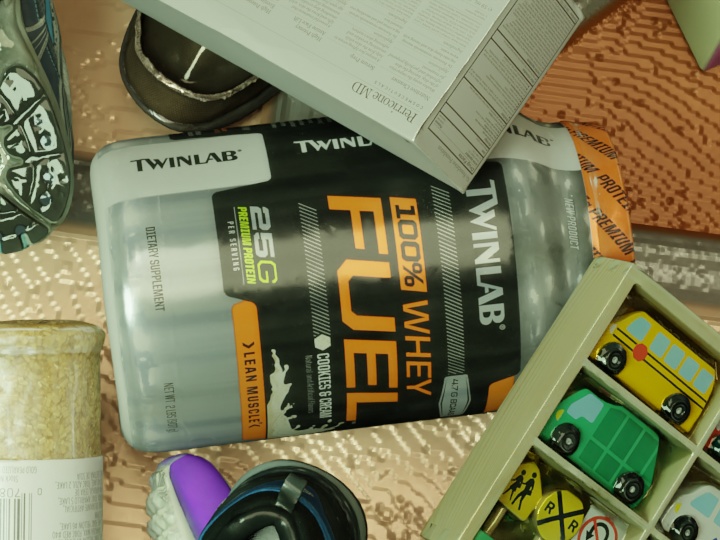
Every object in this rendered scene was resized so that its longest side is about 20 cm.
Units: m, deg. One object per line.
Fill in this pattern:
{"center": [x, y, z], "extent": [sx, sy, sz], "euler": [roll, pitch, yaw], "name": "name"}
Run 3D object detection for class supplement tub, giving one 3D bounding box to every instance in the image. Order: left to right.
{"center": [0.000, 0.000, 1.010], "extent": [0.199, 0.123, 0.123], "euler": [-7, 76, -5], "name": "supplement tub"}

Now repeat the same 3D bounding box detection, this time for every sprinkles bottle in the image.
{"center": [-0.128, 0.119, 0.976], "extent": [0.068, 0.068, 0.201], "euler": [0, 90, -3], "name": "sprinkles bottle"}

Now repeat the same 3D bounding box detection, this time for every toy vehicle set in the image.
{"center": [0.129, 0.101, 0.985], "extent": [0.200, 0.026, 0.124], "euler": [37, 79, -26], "name": "toy vehicle set"}

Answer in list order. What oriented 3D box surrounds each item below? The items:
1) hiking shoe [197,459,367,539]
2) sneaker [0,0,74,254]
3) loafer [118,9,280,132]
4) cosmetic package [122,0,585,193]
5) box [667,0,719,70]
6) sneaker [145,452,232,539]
{"center": [-0.059, 0.162, 0.917], "extent": [0.074, 0.087, 0.201], "euler": [16, 91, 9], "name": "hiking shoe"}
{"center": [-0.157, -0.108, 1.031], "extent": [0.077, 0.086, 0.201], "euler": [-8, 97, 2], "name": "sneaker"}
{"center": [-0.028, -0.145, 1.072], "extent": [0.073, 0.071, 0.200], "euler": [36, 76, 6], "name": "loafer"}
{"center": [-0.018, -0.110, 0.987], "extent": [0.200, 0.051, 0.083], "euler": [32, 82, 36], "name": "cosmetic package"}
{"center": [0.156, -0.204, 1.032], "extent": [0.096, 0.200, 0.176], "euler": [-23, 77, -8], "name": "box"}
{"center": [-0.003, 0.146, 1.005], "extent": [0.099, 0.070, 0.200], "euler": [-30, 84, -16], "name": "sneaker"}
